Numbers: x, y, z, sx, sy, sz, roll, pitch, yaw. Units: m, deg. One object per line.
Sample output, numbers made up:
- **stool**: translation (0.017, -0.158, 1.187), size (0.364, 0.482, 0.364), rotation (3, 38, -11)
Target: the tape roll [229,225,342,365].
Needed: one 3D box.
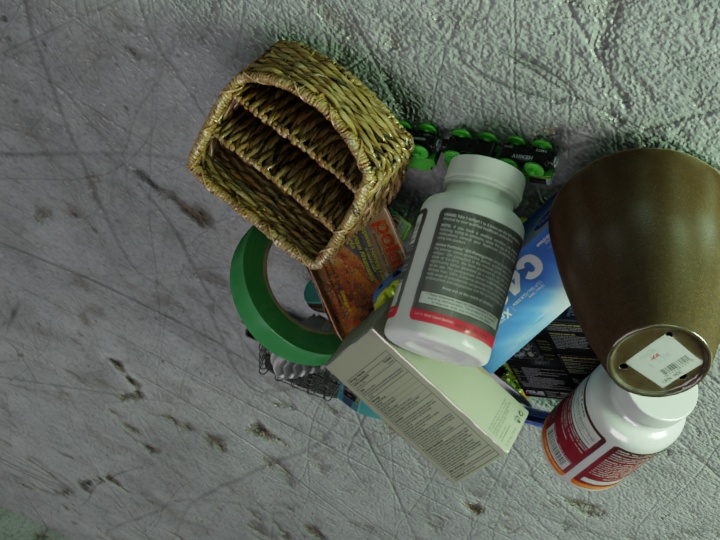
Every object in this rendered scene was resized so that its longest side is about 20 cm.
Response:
- **tape roll**: translation (-0.057, 0.013, 1.402), size (0.200, 0.200, 0.048), rotation (34, 147, -10)

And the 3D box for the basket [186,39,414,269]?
- **basket**: translation (-0.063, -0.127, 1.214), size (0.200, 0.149, 0.143), rotation (40, 151, 12)

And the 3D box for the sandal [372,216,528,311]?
- **sandal**: translation (0.103, -0.005, 1.298), size (0.200, 0.087, 0.080), rotation (-28, 119, 1)

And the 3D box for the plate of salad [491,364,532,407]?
- **plate of salad**: translation (0.146, 0.110, 1.499), size (0.200, 0.048, 0.200), rotation (37, 177, 2)

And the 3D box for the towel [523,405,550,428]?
- **towel**: translation (0.226, 0.191, 1.503), size (0.145, 0.024, 0.200), rotation (14, 176, 3)

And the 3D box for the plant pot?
- **plant pot**: translation (0.276, 0.017, 1.101), size (0.187, 0.200, 0.187), rotation (3, 131, 4)

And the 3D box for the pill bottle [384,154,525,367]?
- **pill bottle**: translation (0.103, -0.012, 1.176), size (0.111, 0.200, 0.111), rotation (17, 167, 4)

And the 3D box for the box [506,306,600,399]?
- **box**: translation (0.267, 0.076, 1.353), size (0.200, 0.086, 0.164), rotation (1, 140, 36)

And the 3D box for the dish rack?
- **dish rack**: translation (-0.093, 0.142, 1.755), size (0.153, 0.055, 0.200), rotation (22, 148, 10)

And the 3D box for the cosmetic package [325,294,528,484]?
- **cosmetic package**: translation (0.072, 0.129, 1.262), size (0.200, 0.071, 0.105), rotation (44, 135, -6)

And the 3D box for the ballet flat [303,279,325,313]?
- **ballet flat**: translation (0.015, 0.036, 1.521), size (0.200, 0.068, 0.072), rotation (-6, 155, 42)

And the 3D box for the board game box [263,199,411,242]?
- **board game box**: translation (-0.044, -0.070, 1.366), size (0.200, 0.102, 0.048), rotation (38, 148, -17)

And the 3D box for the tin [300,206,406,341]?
- **tin**: translation (0.000, 0.000, 1.322), size (0.042, 0.112, 0.200), rotation (-140, 27, -75)

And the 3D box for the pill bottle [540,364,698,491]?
- **pill bottle**: translation (0.285, 0.161, 1.273), size (0.113, 0.113, 0.200), rotation (28, 148, 0)

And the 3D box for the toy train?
- **toy train**: translation (0.116, -0.121, 1.232), size (0.200, 0.042, 0.056), rotation (12, 155, 24)

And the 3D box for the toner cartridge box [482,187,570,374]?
- **toner cartridge box**: translation (0.180, 0.012, 1.249), size (0.200, 0.043, 0.095), rotation (-43, 116, 11)

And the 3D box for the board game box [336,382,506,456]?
- **board game box**: translation (0.081, 0.180, 1.491), size (0.200, 0.047, 0.151), rotation (17, 178, -10)

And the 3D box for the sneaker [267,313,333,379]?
- **sneaker**: translation (-0.035, 0.084, 1.556), size (0.082, 0.200, 0.075), rotation (60, 141, 35)
